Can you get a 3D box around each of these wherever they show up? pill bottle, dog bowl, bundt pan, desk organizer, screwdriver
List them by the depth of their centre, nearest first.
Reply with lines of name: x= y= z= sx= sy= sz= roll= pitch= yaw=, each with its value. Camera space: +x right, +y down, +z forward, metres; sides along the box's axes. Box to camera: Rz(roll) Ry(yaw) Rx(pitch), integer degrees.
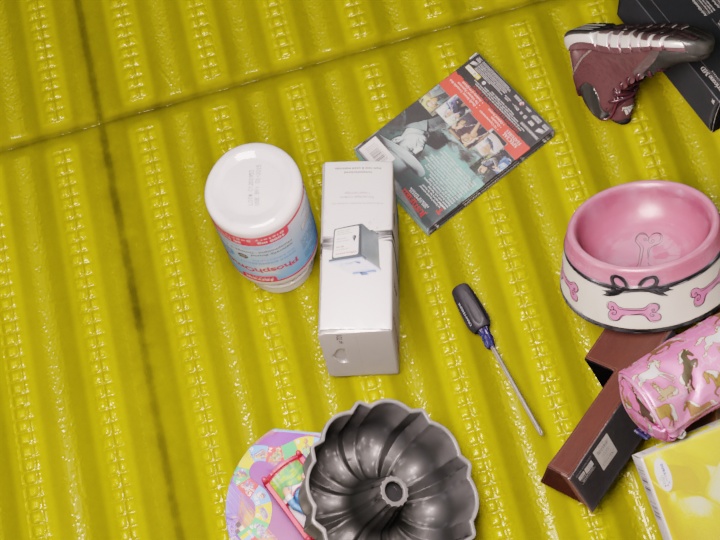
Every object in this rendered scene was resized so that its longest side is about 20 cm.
bundt pan: x=0.021 y=0.243 z=1.504 sx=0.200 sy=0.076 sz=0.204 roll=11 pitch=61 yaw=-22
desk organizer: x=0.263 y=0.148 z=1.536 sx=0.077 sy=0.072 sz=0.201 roll=22 pitch=68 yaw=45
dog bowl: x=0.312 y=-0.023 z=1.566 sx=0.198 sy=0.074 sz=0.201 roll=-10 pitch=36 yaw=7
pill bottle: x=-0.105 y=-0.051 z=1.605 sx=0.107 sy=0.200 sz=0.110 roll=-3 pitch=66 yaw=6
screwdriver: x=0.152 y=0.101 z=1.606 sx=0.029 sy=0.028 sz=0.202 roll=-35 pitch=65 yaw=25

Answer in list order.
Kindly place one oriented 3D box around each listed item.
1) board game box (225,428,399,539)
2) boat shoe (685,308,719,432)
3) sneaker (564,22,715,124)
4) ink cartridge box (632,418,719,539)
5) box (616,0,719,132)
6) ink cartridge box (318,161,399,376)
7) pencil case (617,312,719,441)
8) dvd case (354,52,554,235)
board game box: x=-0.052 y=0.248 z=1.558 sx=0.197 sy=0.039 sz=0.160 roll=5 pitch=68 yaw=8
boat shoe: x=0.394 y=0.133 z=1.548 sx=0.070 sy=0.070 sz=0.202 roll=22 pitch=70 yaw=-25
sneaker: x=0.328 y=-0.226 z=1.671 sx=0.075 sy=0.117 sz=0.199 roll=-21 pitch=23 yaw=-37
ink cartridge box: x=0.404 y=0.245 z=1.465 sx=0.198 sy=0.047 sz=0.200 roll=-21 pitch=91 yaw=-1
box: x=0.421 y=-0.289 z=1.712 sx=0.140 sy=0.079 sz=0.201 roll=-29 pitch=67 yaw=-9
ink cartridge box: x=0.000 y=0.000 z=1.601 sx=0.085 sy=0.147 sz=0.202 roll=-2 pitch=67 yaw=3
pencil case: x=0.362 y=0.098 z=1.469 sx=0.199 sy=0.083 sz=0.087 roll=-29 pitch=107 yaw=-14
dvd case: x=0.112 y=-0.154 z=1.722 sx=0.199 sy=0.022 sz=0.146 roll=-38 pitch=68 yaw=-11
